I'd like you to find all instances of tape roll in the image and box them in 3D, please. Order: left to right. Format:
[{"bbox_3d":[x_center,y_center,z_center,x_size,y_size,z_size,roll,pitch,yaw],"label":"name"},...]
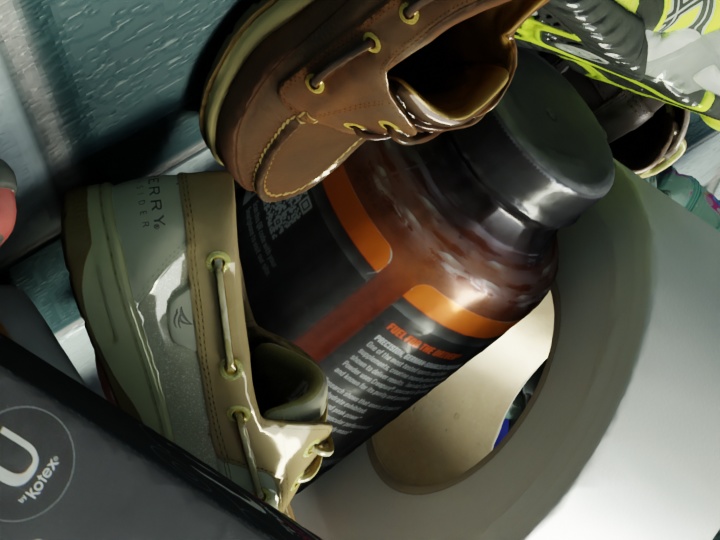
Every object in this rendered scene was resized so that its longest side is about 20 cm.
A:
[{"bbox_3d":[0.061,0.053,1.048,0.071,0.203,0.202,31,124,-32],"label":"tape roll"}]

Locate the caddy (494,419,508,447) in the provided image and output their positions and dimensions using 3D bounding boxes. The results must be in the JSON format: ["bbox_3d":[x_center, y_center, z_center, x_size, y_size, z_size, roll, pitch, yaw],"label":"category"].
[{"bbox_3d":[0.006,0.064,1.206,0.105,0.141,0.200,-35,169,29],"label":"caddy"}]

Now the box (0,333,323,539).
[{"bbox_3d":[-0.086,0.100,0.837,0.106,0.200,0.122,-56,-149,-2],"label":"box"}]

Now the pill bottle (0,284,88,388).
[{"bbox_3d":[-0.178,0.099,0.935,0.200,0.112,0.112,-31,168,-9],"label":"pill bottle"}]

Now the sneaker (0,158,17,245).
[{"bbox_3d":[-0.171,0.039,0.748,0.200,0.098,0.071,-33,167,-5],"label":"sneaker"}]

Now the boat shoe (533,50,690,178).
[{"bbox_3d":[0.104,-0.066,1.125,0.072,0.060,0.200,-33,168,0],"label":"boat shoe"}]

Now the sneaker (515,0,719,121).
[{"bbox_3d":[0.087,-0.107,0.938,0.200,0.075,0.076,14,96,-64],"label":"sneaker"}]

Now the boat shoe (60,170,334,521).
[{"bbox_3d":[-0.043,0.050,0.942,0.066,0.074,0.200,-16,129,5],"label":"boat shoe"}]

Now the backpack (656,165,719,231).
[{"bbox_3d":[0.122,0.040,1.419,0.200,0.127,0.167,-34,-163,19],"label":"backpack"}]

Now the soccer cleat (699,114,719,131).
[{"bbox_3d":[0.241,-0.131,1.267,0.200,0.065,0.084,-27,138,-5],"label":"soccer cleat"}]

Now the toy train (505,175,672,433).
[{"bbox_3d":[0.102,0.030,1.217,0.085,0.200,0.114,-3,131,11],"label":"toy train"}]

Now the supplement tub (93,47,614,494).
[{"bbox_3d":[0.000,0.000,1.011,0.200,0.107,0.107,-38,167,28],"label":"supplement tub"}]

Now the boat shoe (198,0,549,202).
[{"bbox_3d":[0.009,-0.069,0.846,0.072,0.068,0.200,-24,166,-35],"label":"boat shoe"}]
